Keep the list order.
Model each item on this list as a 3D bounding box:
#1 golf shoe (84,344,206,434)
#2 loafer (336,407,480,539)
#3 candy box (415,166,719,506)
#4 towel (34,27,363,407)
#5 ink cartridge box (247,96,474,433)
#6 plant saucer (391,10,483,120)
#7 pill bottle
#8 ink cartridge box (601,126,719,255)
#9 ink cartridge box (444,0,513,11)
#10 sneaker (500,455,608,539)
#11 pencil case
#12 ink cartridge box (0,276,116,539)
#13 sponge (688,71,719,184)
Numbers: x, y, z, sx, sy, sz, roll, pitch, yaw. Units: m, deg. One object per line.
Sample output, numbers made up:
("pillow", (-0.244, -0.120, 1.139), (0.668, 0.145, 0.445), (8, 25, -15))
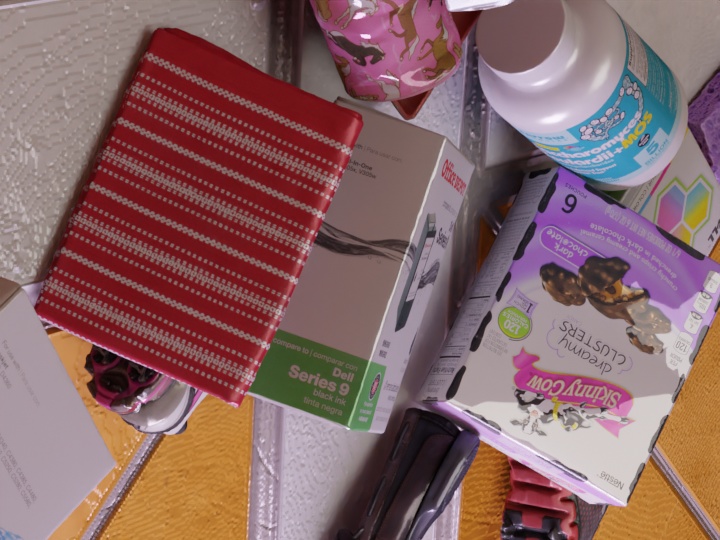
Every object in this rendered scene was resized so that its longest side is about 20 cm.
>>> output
("golf shoe", (-0.096, 0.012, 1.464), (0.201, 0.072, 0.092), (-56, 146, -5))
("loafer", (0.013, 0.194, 1.683), (0.201, 0.063, 0.072), (-57, 169, -10))
("candy box", (0.162, 0.051, 1.721), (0.167, 0.071, 0.201), (30, 78, -15))
("towel", (-0.098, -0.035, 1.405), (0.022, 0.144, 0.201), (136, -22, -82))
("ink cartridge box", (0.000, 0.000, 1.518), (0.146, 0.084, 0.201), (24, 85, -79))
("plant saucer", (0.030, -0.238, 1.541), (0.201, 0.037, 0.200), (-58, 139, -18))
("pill bottle", (0.155, -0.138, 1.657), (0.200, 0.110, 0.111), (31, 80, -56))
("ink cartridge box", (0.242, -0.040, 1.853), (0.104, 0.059, 0.200), (-57, 139, -18))
("ink cartridge box", (0.054, -0.285, 1.403), (0.161, 0.047, 0.201), (-91, 170, -47))
("sneaker", (0.159, 0.145, 1.820), (0.098, 0.071, 0.202), (-18, 114, -53))
("pencil case", (0.003, -0.201, 1.431), (0.083, 0.086, 0.201), (-78, 156, -48))
("ink cartridge box", (-0.265, 0.103, 1.230), (0.200, 0.146, 0.146), (-47, 135, -27))
("sponge", (0.345, -0.148, 1.959), (0.200, 0.030, 0.112), (-48, 136, -26))
